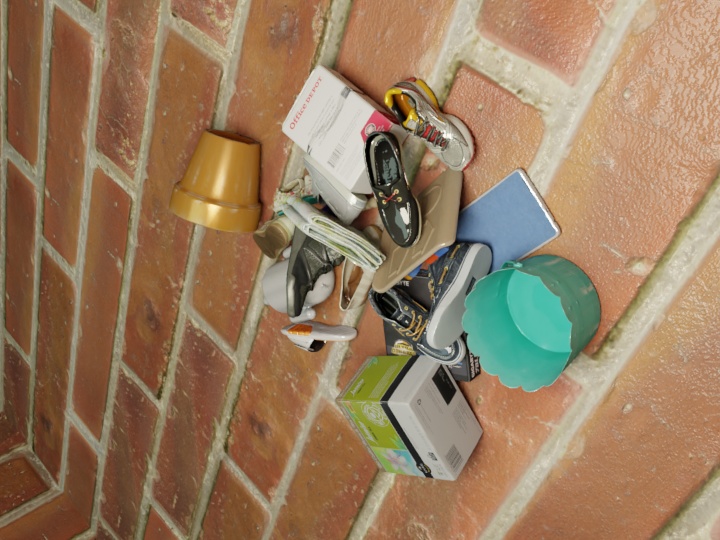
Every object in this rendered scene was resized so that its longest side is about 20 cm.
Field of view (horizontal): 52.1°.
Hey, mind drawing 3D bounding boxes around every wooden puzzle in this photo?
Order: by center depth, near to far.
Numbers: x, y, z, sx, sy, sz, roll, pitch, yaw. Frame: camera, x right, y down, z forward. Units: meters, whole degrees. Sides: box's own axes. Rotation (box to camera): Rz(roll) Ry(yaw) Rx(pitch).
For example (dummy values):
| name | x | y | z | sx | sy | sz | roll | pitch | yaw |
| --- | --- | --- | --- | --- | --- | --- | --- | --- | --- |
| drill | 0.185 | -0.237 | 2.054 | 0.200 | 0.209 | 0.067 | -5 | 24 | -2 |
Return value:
| name | x | y | z | sx | sy | sz | roll | pitch | yaw |
| --- | --- | --- | --- | --- | --- | --- | --- | --- | --- |
| wooden puzzle | 0.108 | -0.066 | 1.301 | 0.046 | 0.186 | 0.200 | 31 | 138 | -23 |

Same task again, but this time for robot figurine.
| name | x | y | z | sx | sy | sz | roll | pitch | yaw |
| --- | --- | --- | --- | --- | --- | --- | --- | --- | --- |
| robot figurine | -0.133 | 0.025 | 1.577 | 0.199 | 0.112 | 0.171 | -18 | 79 | 46 |

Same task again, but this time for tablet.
| name | x | y | z | sx | sy | sz | roll | pitch | yaw |
| --- | --- | --- | --- | --- | --- | --- | --- | --- | --- |
| tablet | 0.238 | -0.071 | 1.264 | 0.200 | 0.014 | 0.131 | -38 | 80 | 45 |

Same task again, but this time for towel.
| name | x | y | z | sx | sy | sz | roll | pitch | yaw |
| --- | --- | --- | --- | --- | --- | --- | --- | --- | --- |
| towel | -0.052 | -0.074 | 1.353 | 0.048 | 0.170 | 0.200 | -57 | 24 | 4 |

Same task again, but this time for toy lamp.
| name | x | y | z | sx | sy | sz | roll | pitch | yaw |
| --- | --- | --- | --- | --- | --- | --- | --- | --- | --- |
| toy lamp | -0.009 | -0.123 | 1.442 | 0.199 | 0.058 | 0.059 | -14 | 97 | 46 |

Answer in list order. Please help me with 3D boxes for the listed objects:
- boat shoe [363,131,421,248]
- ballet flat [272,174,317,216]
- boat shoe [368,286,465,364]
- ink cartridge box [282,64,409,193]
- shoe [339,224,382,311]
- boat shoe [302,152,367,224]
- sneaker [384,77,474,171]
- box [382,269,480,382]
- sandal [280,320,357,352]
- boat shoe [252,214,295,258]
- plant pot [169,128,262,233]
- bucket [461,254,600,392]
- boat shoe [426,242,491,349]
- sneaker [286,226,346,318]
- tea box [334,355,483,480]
| name | x | y | z | sx | sy | sz | roll | pitch | yaw |
| --- | --- | --- | --- | --- | --- | --- | --- | --- | --- |
| boat shoe | 0.050 | -0.136 | 1.241 | 0.073 | 0.063 | 0.204 | -14 | 87 | 26 |
| ballet flat | -0.114 | -0.162 | 1.517 | 0.199 | 0.075 | 0.065 | -12 | 83 | 41 |
| boat shoe | 0.097 | 0.099 | 1.329 | 0.200 | 0.091 | 0.071 | 39 | 100 | 27 |
| ink cartridge box | -0.029 | -0.260 | 1.361 | 0.200 | 0.083 | 0.146 | 43 | 112 | 23 |
| shoe | 0.000 | 0.000 | 1.485 | 0.070 | 0.053 | 0.201 | 36 | 128 | 27 |
| boat shoe | -0.064 | -0.158 | 1.401 | 0.072 | 0.070 | 0.201 | -56 | 48 | 16 |
| sneaker | 0.114 | -0.243 | 1.261 | 0.200 | 0.082 | 0.078 | 48 | 133 | 16 |
| box | 0.129 | 0.100 | 1.411 | 0.199 | 0.050 | 0.201 | 7 | 112 | 40 |
| sandal | -0.094 | 0.153 | 1.618 | 0.205 | 0.079 | 0.060 | 4 | 107 | 40 |
| boat shoe | -0.178 | -0.076 | 1.589 | 0.073 | 0.063 | 0.200 | 52 | 157 | -11 |
| plant pot | -0.298 | -0.202 | 1.601 | 0.199 | 0.199 | 0.185 | 26 | 107 | 33 |
| bucket | 0.280 | 0.076 | 1.197 | 0.206 | 0.134 | 0.209 | 17 | 117 | 37 |
| boat shoe | 0.147 | 0.039 | 1.265 | 0.090 | 0.201 | 0.071 | 11 | 154 | 44 |
| sneaker | -0.089 | 0.000 | 1.462 | 0.113 | 0.201 | 0.076 | 10 | 158 | 0 |
| tea box | 0.094 | 0.280 | 1.419 | 0.196 | 0.134 | 0.201 | -8 | 121 | 46 |
